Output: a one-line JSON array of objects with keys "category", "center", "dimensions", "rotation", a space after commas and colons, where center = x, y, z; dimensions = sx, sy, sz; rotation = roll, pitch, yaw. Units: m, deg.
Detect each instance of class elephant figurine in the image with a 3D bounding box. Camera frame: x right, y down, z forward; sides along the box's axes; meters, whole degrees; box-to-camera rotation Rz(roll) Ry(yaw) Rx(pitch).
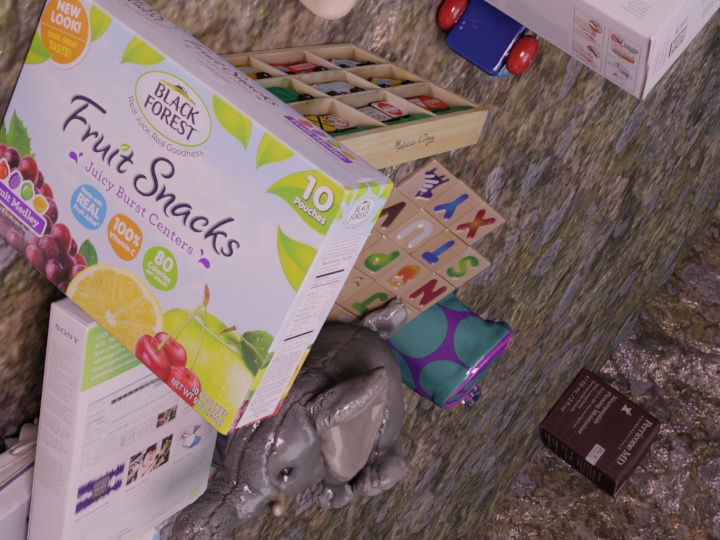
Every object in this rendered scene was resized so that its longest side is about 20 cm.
[{"category": "elephant figurine", "center": [-0.039, 0.098, 0.793], "dimensions": [0.140, 0.157, 0.200], "rotation": [-16, 167, 12]}]

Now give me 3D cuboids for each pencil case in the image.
[{"category": "pencil case", "center": [0.026, 0.025, 0.971], "dimensions": [0.092, 0.200, 0.086], "rotation": [-36, 157, -41]}]

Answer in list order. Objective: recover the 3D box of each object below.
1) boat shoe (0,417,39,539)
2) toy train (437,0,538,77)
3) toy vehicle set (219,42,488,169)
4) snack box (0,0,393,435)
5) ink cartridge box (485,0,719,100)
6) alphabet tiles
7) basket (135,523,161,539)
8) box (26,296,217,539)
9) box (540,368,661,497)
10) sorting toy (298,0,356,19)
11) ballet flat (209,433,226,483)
[{"category": "boat shoe", "center": [-0.210, 0.129, 0.802], "dimensions": [0.200, 0.070, 0.071], "rotation": [-37, 146, -33]}, {"category": "toy train", "center": [0.150, -0.252, 0.993], "dimensions": [0.201, 0.084, 0.116], "rotation": [-57, 170, 7]}, {"category": "toy vehicle set", "center": [-0.014, -0.108, 0.778], "dimensions": [0.199, 0.124, 0.027], "rotation": [-22, 136, -56]}, {"category": "snack box", "center": [-0.097, -0.037, 0.603], "dimensions": [0.053, 0.199, 0.143], "rotation": [-12, 134, -60]}, {"category": "ink cartridge box", "center": [0.176, -0.254, 0.859], "dimensions": [0.176, 0.199, 0.084], "rotation": [-48, 160, -11]}, {"category": "alphabet tiles", "center": [0.000, 0.000, 0.850], "dimensions": [0.199, 0.006, 0.166], "rotation": [-35, 142, 18]}, {"category": "basket", "center": [-0.228, 0.260, 0.834], "dimensions": [0.177, 0.138, 0.201], "rotation": [122, -10, -46]}, {"category": "box", "center": [-0.142, 0.089, 0.764], "dimensions": [0.144, 0.036, 0.202], "rotation": [-26, 138, -51]}, {"category": "box", "center": [0.512, 0.348, 2.560], "dimensions": [0.166, 0.199, 0.164], "rotation": [-50, 159, -11]}, {"category": "sorting toy", "center": [-0.012, -0.260, 0.687], "dimensions": [0.186, 0.036, 0.200], "rotation": [-56, 155, 3]}, {"category": "ballet flat", "center": [-0.145, 0.121, 0.955], "dimensions": [0.073, 0.073, 0.200], "rotation": [-52, 154, -5]}]
